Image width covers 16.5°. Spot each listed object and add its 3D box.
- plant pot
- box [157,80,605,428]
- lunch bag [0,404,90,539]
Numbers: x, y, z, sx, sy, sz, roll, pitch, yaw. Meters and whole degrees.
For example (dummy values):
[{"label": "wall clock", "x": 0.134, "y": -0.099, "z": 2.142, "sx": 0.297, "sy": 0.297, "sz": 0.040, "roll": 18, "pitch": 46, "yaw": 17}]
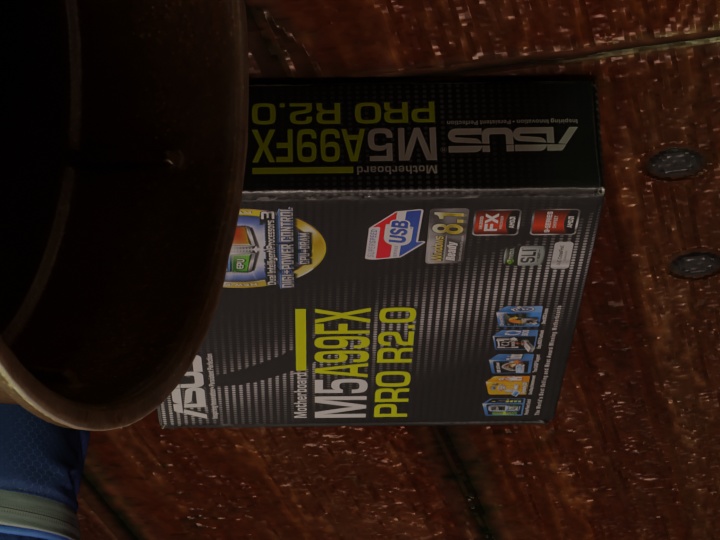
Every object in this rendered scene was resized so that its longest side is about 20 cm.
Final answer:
[{"label": "plant pot", "x": -0.155, "y": -0.059, "z": 0.640, "sx": 0.197, "sy": 0.201, "sz": 0.200, "roll": -1, "pitch": 155, "yaw": 19}, {"label": "box", "x": 0.000, "y": 0.000, "z": 0.908, "sx": 0.159, "sy": 0.044, "sz": 0.200, "roll": -1, "pitch": 153, "yaw": -2}, {"label": "lunch bag", "x": -0.202, "y": 0.114, "z": 1.026, "sx": 0.135, "sy": 0.133, "sz": 0.200, "roll": 13, "pitch": 149, "yaw": -27}]
